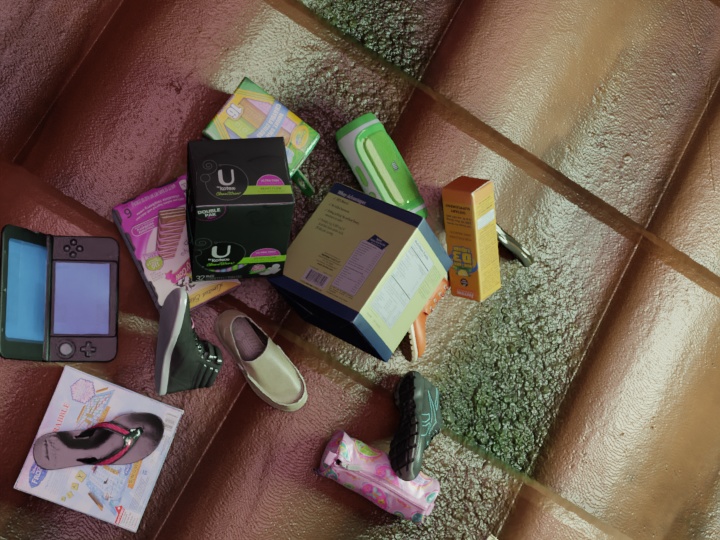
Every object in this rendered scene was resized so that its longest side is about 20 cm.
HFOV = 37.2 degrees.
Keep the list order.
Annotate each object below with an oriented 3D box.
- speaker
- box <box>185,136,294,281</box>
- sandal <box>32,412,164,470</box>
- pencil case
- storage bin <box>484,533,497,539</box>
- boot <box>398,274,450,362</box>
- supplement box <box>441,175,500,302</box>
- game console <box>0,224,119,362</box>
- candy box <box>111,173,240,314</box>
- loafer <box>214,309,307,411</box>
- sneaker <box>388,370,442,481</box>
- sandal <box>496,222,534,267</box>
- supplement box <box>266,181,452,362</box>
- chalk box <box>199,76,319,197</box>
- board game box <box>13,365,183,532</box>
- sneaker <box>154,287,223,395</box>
[{"bbox_3d":[0.036,-0.161,1.809,0.088,0.088,0.201,-29,90,-15],"label":"speaker"},{"bbox_3d":[-0.185,-0.089,1.607,0.147,0.201,0.125,-4,58,-13],"label":"box"},{"bbox_3d":[-0.394,0.264,1.622,0.198,0.045,0.076,-10,85,-14],"label":"sandal"},{"bbox_3d":[0.028,0.336,1.737,0.199,0.087,0.088,30,77,-9],"label":"pencil case"},{"bbox_3d":[0.247,0.578,1.752,0.200,0.094,0.199,39,76,-6],"label":"storage bin"},{"bbox_3d":[0.107,0.052,1.804,0.106,0.075,0.202,0,81,-18],"label":"boot"},{"bbox_3d":[0.185,-0.052,1.785,0.069,0.066,0.201,-36,127,-42],"label":"supplement box"},{"bbox_3d":[-0.460,0.038,1.645,0.174,0.116,0.202,2,82,-13],"label":"game console"},{"bbox_3d":[-0.297,-0.035,1.723,0.136,0.061,0.201,-27,90,-16],"label":"candy box"},{"bbox_3d":[-0.161,0.147,1.726,0.076,0.068,0.200,-44,94,-15],"label":"loafer"},{"bbox_3d":[0.099,0.256,1.743,0.079,0.075,0.201,31,45,-24],"label":"sneaker"},{"bbox_3d":[0.215,-0.066,1.854,0.200,0.082,0.055,41,97,-12],"label":"sandal"},{"bbox_3d":[0.000,0.000,1.702,0.200,0.199,0.134,-54,141,-14],"label":"supplement box"},{"bbox_3d":[-0.150,-0.195,1.749,0.199,0.124,0.124,37,76,-7],"label":"chalk box"},{"bbox_3d":[-0.404,0.276,1.664,0.198,0.041,0.201,23,78,-10],"label":"board game box"},{"bbox_3d":[-0.262,0.109,1.673,0.098,0.071,0.201,-1,126,-23],"label":"sneaker"}]
